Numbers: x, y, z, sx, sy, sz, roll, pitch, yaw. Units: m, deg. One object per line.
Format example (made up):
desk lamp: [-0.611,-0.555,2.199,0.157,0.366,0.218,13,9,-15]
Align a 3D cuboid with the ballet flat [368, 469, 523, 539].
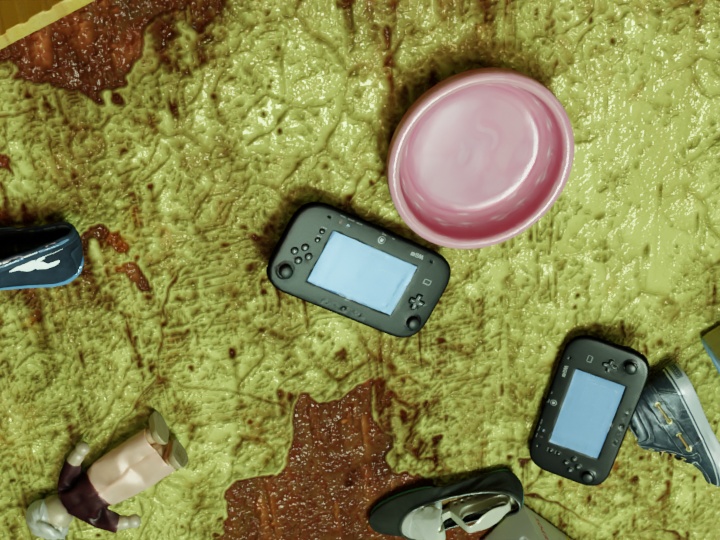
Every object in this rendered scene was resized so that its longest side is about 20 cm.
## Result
ballet flat: [0.110,0.298,1.519,0.198,0.069,0.068,-17,125,-3]

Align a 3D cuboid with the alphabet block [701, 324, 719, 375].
alphabet block: [0.559,0.137,1.459,0.199,0.197,0.196,-33,125,7]

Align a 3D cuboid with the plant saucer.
plant saucer: [0.120,-0.120,1.269,0.198,0.051,0.202,-6,122,-10]

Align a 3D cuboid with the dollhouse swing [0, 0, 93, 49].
dollhouse swing: [-0.318,-0.305,0.975,0.199,0.183,0.176,-25,145,3]

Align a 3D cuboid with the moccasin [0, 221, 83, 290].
moccasin: [-0.372,-0.021,1.193,0.198,0.081,0.069,-11,139,-23]

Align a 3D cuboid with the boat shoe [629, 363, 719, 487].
boat shoe: [0.395,0.210,1.542,0.090,0.071,0.201,-29,117,6]

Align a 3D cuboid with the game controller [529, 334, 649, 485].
game controller: [0.275,0.170,1.484,0.103,0.042,0.202,15,118,1]

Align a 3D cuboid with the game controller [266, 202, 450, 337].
game controller: [0.000,0.000,1.310,0.199,0.042,0.105,22,114,-26]

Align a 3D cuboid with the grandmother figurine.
grandmother figurine: [-0.293,0.247,1.393,0.199,0.061,0.122,-30,97,9]

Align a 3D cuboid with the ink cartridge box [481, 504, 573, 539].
ink cartridge box: [0.263,0.414,1.586,0.199,0.148,0.086,36,106,-29]
